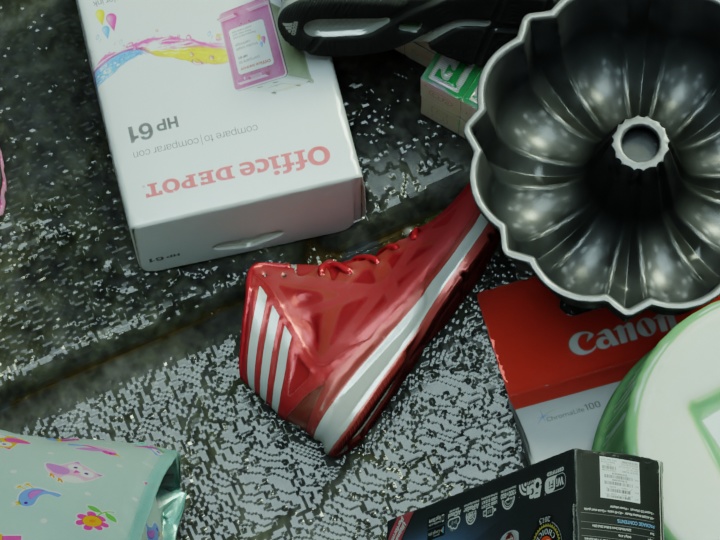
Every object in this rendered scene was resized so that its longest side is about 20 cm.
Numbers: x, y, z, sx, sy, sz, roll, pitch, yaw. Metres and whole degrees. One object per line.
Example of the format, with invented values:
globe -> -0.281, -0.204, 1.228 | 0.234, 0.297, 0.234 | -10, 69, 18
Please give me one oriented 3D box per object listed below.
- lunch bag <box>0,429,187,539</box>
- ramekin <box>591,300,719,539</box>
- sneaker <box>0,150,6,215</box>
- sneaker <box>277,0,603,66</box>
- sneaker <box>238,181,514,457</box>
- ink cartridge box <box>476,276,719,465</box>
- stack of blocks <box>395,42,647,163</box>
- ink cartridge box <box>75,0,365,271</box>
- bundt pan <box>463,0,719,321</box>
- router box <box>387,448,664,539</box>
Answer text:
lunch bag -> -0.191, 0.154, 1.490 | 0.169, 0.200, 0.123 | 4, 116, 3
ramekin -> 0.231, 0.108, 1.482 | 0.199, 0.098, 0.201 | 0, 71, -1
sneaker -> -0.263, -0.025, 1.574 | 0.078, 0.095, 0.201 | 8, 71, 4
sneaker -> 0.046, -0.188, 1.575 | 0.199, 0.076, 0.116 | 2, 58, -13
sneaker -> 0.000, 0.000, 1.576 | 0.115, 0.078, 0.200 | 34, 74, 9
ink cartridge box -> 0.171, 0.080, 1.565 | 0.162, 0.057, 0.201 | -15, 77, -5
stack of blocks -> 0.078, -0.146, 1.631 | 0.199, 0.059, 0.115 | 31, 75, 9
ink cartridge box -> -0.088, -0.116, 1.608 | 0.144, 0.085, 0.201 | -13, 74, -5
bundt pan -> 0.160, -0.062, 1.531 | 0.200, 0.076, 0.203 | -1, 74, 3
router box -> 0.087, 0.193, 1.449 | 0.062, 0.200, 0.151 | 10, 69, -28
